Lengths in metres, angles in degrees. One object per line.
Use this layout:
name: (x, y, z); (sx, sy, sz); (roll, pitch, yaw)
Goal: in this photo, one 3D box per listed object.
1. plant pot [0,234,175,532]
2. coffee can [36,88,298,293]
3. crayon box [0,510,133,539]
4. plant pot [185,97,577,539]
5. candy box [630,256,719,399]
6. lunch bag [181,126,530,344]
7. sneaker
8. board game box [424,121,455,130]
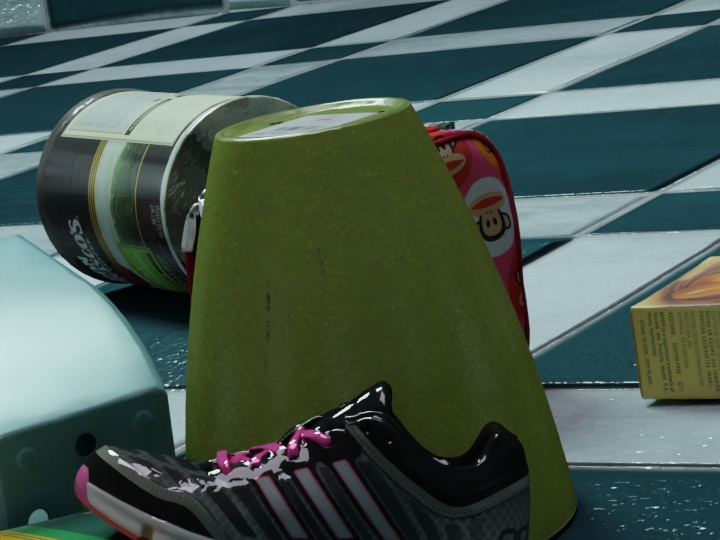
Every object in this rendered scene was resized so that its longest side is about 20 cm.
plant pot: (-0.171, 0.085, 1.207); (0.141, 0.142, 0.200); (-17, 21, -30)
coffee can: (-0.125, -0.056, 1.802); (0.146, 0.147, 0.200); (-17, 13, -31)
crayon box: (-0.180, 0.159, 1.028); (0.199, 0.059, 0.119); (-13, 12, -15)
plant pot: (-0.005, 0.027, 1.166); (0.186, 0.201, 0.187); (-9, 12, 2)
candy box: (0.257, 0.026, 1.316); (0.199, 0.057, 0.117); (-1, 13, 30)
lunch bag: (0.000, 0.000, 1.351); (0.199, 0.177, 0.082); (-19, 15, -40)
sneaker: (-0.018, 0.086, 1.049); (0.199, 0.088, 0.074); (10, 2, -3)
board game box: (-0.013, -0.067, 1.978); (0.199, 0.062, 0.200); (0, 15, 35)
